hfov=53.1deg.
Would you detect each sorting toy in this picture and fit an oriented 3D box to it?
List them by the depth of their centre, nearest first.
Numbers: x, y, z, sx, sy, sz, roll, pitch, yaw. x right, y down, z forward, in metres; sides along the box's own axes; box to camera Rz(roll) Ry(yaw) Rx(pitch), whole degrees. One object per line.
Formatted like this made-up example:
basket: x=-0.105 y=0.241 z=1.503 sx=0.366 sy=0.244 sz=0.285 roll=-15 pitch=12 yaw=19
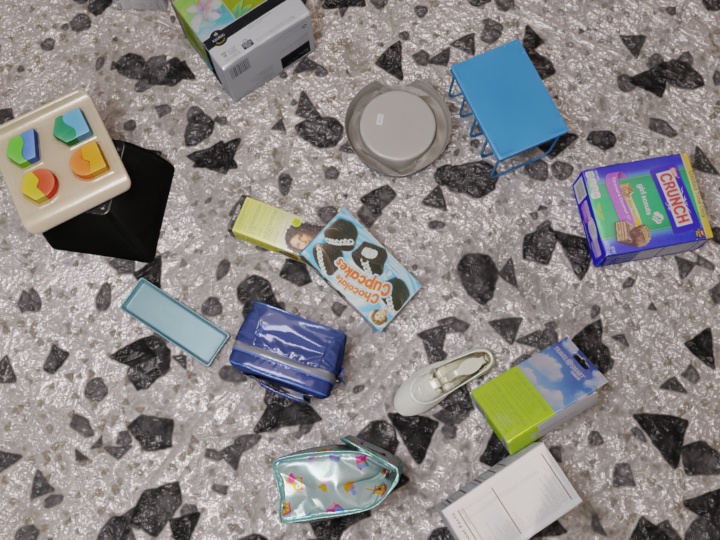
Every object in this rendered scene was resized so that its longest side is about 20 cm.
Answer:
sorting toy: x=-0.500 y=-0.184 z=1.186 sx=0.185 sy=0.036 sz=0.200 roll=-28 pitch=78 yaw=-6

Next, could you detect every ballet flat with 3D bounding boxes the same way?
ballet flat: x=0.147 y=0.187 z=1.254 sx=0.200 sy=0.069 sz=0.069 roll=-27 pitch=77 yaw=-6

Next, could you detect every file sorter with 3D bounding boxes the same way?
file sorter: x=0.267 y=-0.294 z=1.343 sx=0.139 sy=0.123 sz=0.200 roll=-23 pitch=77 yaw=-5

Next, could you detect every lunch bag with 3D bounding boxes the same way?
lunch bag: x=-0.030 y=0.332 z=1.164 sx=0.200 sy=0.170 sz=0.122 roll=-12 pitch=78 yaw=2
lunch bag: x=-0.117 y=0.150 z=1.230 sx=0.200 sy=0.136 sz=0.132 roll=19 pitch=77 yaw=4

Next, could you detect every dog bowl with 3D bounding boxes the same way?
dog bowl: x=0.070 y=-0.268 z=1.371 sx=0.200 sy=0.059 sz=0.200 roll=0 pitch=75 yaw=0

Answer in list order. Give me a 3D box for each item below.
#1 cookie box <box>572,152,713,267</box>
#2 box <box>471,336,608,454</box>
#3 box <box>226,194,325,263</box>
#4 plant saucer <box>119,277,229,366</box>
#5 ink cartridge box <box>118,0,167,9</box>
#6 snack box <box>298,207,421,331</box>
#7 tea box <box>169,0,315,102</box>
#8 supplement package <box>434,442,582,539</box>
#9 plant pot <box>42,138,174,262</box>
cookie box: x=0.514 y=-0.111 z=1.320 sx=0.200 sy=0.075 sz=0.171 roll=-10 pitch=75 yaw=-3
box: x=0.306 y=0.210 z=1.231 sx=0.200 sy=0.048 sz=0.122 roll=-29 pitch=46 yaw=-6
box: x=-0.139 y=-0.068 z=1.328 sx=0.200 sy=0.050 sz=0.075 roll=19 pitch=78 yaw=6
plant saucer: x=-0.337 y=0.094 z=1.306 sx=0.200 sy=0.019 sz=0.070 roll=32 pitch=78 yaw=7
ink cartridge box: x=-0.479 y=-0.635 z=1.474 sx=0.176 sy=0.045 sz=0.200 roll=2 pitch=76 yaw=0
snack box: x=0.000 y=0.000 z=1.286 sx=0.200 sy=0.037 sz=0.116 roll=45 pitch=77 yaw=-8
tea box: x=-0.224 y=-0.476 z=1.386 sx=0.200 sy=0.134 sz=0.197 roll=-36 pitch=78 yaw=-8
supplement package: x=0.237 y=0.382 z=1.182 sx=0.200 sy=0.110 sz=0.114 roll=-31 pitch=78 yaw=-7
plant pot: x=-0.471 y=-0.142 z=1.285 sx=0.199 sy=0.177 sz=0.200 roll=8 pitch=77 yaw=3
